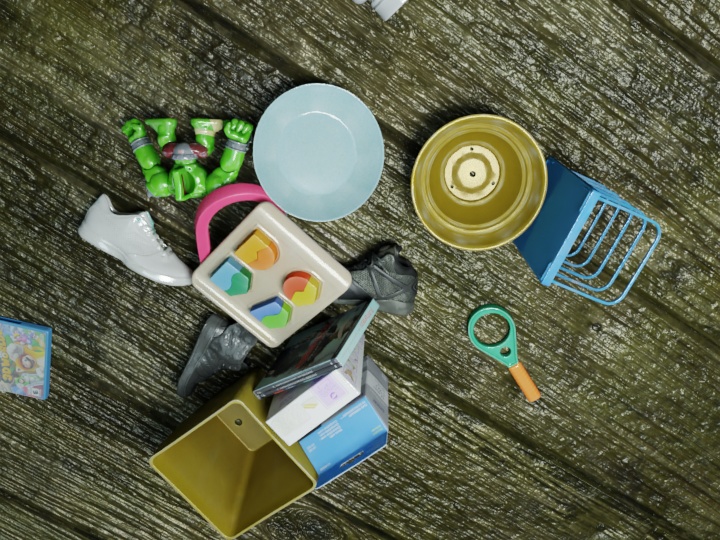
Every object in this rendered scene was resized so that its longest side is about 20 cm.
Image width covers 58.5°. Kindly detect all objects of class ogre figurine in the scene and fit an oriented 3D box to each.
[{"bbox_3d":[-0.262,-0.168,0.972,0.198,0.098,0.121,0,100,-10],"label":"ogre figurine"}]

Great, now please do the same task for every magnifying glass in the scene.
[{"bbox_3d":[0.253,0.145,1.109,0.079,0.022,0.201,-31,107,13],"label":"magnifying glass"}]

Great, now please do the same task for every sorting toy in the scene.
[{"bbox_3d":[-0.141,0.017,0.988,0.185,0.037,0.200,41,120,-15],"label":"sorting toy"}]

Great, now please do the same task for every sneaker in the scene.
[{"bbox_3d":[-0.237,0.152,1.110,0.103,0.060,0.201,26,106,-3],"label":"sneaker"},{"bbox_3d":[0.000,0.000,1.037,0.197,0.076,0.115,10,109,-5],"label":"sneaker"},{"bbox_3d":[-0.349,-0.049,1.037,0.199,0.075,0.089,30,97,-8],"label":"sneaker"}]

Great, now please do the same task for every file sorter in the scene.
[{"bbox_3d":[0.320,-0.059,0.935,0.122,0.200,0.140,21,110,-8],"label":"file sorter"}]

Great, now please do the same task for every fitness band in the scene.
[{"bbox_3d":[-0.184,-0.052,1.006,0.142,0.038,0.201,-3,139,-10],"label":"fitness band"}]

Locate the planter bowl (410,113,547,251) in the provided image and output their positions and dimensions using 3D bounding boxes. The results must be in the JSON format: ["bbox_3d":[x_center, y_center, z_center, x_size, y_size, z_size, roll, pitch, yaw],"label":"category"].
[{"bbox_3d":[0.174,-0.138,0.971,0.198,0.084,0.203,1,111,3],"label":"planter bowl"}]

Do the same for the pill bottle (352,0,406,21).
[{"bbox_3d":[-0.004,-0.437,0.851,0.109,0.109,0.200,-40,105,15],"label":"pill bottle"}]

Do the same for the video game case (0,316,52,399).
[{"bbox_3d":[-0.654,0.147,1.147,0.198,0.018,0.145,13,111,-2],"label":"video game case"}]

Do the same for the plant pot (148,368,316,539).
[{"bbox_3d":[-0.197,0.288,1.097,0.199,0.177,0.200,-35,106,16],"label":"plant pot"}]

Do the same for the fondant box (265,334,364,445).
[{"bbox_3d":[-0.067,0.169,1.035,0.144,0.200,0.058,-38,105,14],"label":"fondant box"}]

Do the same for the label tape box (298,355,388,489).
[{"bbox_3d":[-0.027,0.245,1.062,0.143,0.200,0.066,-36,104,15],"label":"label tape box"}]

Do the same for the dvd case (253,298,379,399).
[{"bbox_3d":[-0.070,0.124,1.009,0.199,0.146,0.022,-26,109,39],"label":"dvd case"}]

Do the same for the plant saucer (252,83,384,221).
[{"bbox_3d":[-0.064,-0.176,0.972,0.199,0.039,0.204,-2,100,-14],"label":"plant saucer"}]
